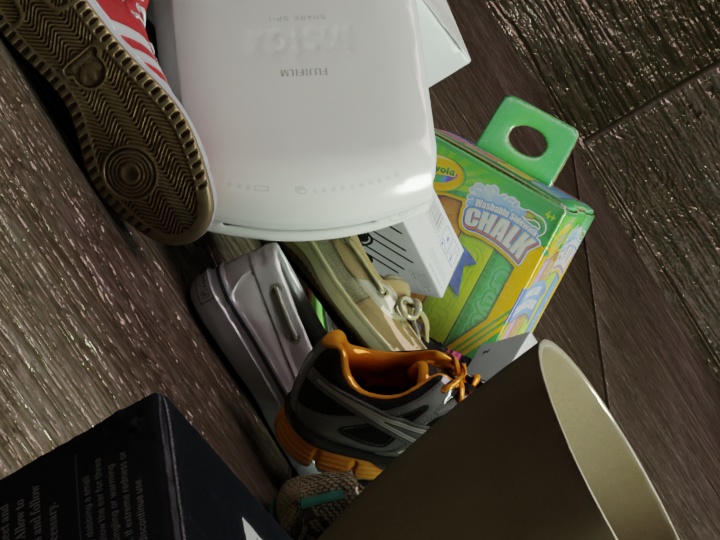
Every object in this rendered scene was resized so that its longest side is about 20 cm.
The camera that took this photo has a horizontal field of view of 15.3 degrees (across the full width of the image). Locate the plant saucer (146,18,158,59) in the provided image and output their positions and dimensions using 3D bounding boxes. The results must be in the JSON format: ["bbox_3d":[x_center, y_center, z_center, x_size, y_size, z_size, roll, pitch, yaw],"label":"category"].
[{"bbox_3d":[-0.114,-0.103,1.757,0.201,0.034,0.201,56,14,-21],"label":"plant saucer"}]

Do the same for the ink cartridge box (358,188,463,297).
[{"bbox_3d":[-0.006,-0.061,1.779,0.044,0.094,0.200,-64,149,-26],"label":"ink cartridge box"}]

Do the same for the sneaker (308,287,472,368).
[{"bbox_3d":[0.032,0.067,1.837,0.200,0.084,0.077,55,12,-11],"label":"sneaker"}]

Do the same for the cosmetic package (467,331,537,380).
[{"bbox_3d":[0.097,0.161,1.770,0.151,0.052,0.200,54,42,-18],"label":"cosmetic package"}]

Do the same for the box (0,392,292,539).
[{"bbox_3d":[-0.099,0.156,0.813,0.148,0.199,0.105,51,15,-34],"label":"box"}]

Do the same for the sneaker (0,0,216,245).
[{"bbox_3d":[-0.140,-0.112,1.579,0.201,0.071,0.112,57,15,-6],"label":"sneaker"}]

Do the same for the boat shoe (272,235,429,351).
[{"bbox_3d":[0.000,0.000,1.664,0.201,0.063,0.073,51,-5,21],"label":"boat shoe"}]

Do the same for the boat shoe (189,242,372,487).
[{"bbox_3d":[-0.025,0.072,1.633,0.200,0.067,0.074,55,13,-26],"label":"boat shoe"}]

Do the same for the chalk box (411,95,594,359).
[{"bbox_3d":[0.084,-0.025,1.920,0.124,0.201,0.124,29,7,13],"label":"chalk box"}]

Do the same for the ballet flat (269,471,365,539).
[{"bbox_3d":[0.017,0.161,1.578,0.200,0.075,0.068,40,36,-61],"label":"ballet flat"}]

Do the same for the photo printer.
[{"bbox_3d":[-0.040,-0.114,1.638,0.070,0.165,0.201,108,-23,-66],"label":"photo printer"}]

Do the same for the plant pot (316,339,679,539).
[{"bbox_3d":[0.057,0.166,1.436,0.188,0.199,0.188,57,12,-20],"label":"plant pot"}]

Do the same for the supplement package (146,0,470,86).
[{"bbox_3d":[-0.048,-0.192,1.784,0.200,0.155,0.111,49,15,-42],"label":"supplement package"}]

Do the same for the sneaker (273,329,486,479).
[{"bbox_3d":[0.052,0.088,1.573,0.199,0.078,0.078,9,30,-12],"label":"sneaker"}]
